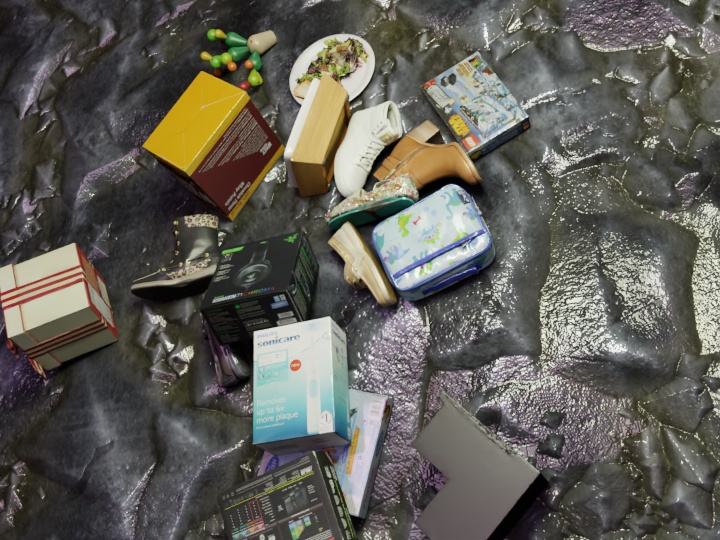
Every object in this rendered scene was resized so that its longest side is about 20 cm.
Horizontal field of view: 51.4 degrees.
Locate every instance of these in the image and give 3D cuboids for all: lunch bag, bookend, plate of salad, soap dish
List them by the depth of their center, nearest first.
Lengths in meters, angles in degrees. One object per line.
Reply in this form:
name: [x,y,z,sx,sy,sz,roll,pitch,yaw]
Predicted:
bookend: [0.146,0.330,1.153,0.198,0.092,0.200,37,84,32]
lunch bag: [0.133,-0.047,1.345,0.199,0.082,0.162,-26,62,9]
soap dish: [-0.079,-0.262,1.488,0.081,0.158,0.201,15,71,8]
plate of salad: [-0.066,-0.438,1.622,0.198,0.048,0.202,-9,63,17]

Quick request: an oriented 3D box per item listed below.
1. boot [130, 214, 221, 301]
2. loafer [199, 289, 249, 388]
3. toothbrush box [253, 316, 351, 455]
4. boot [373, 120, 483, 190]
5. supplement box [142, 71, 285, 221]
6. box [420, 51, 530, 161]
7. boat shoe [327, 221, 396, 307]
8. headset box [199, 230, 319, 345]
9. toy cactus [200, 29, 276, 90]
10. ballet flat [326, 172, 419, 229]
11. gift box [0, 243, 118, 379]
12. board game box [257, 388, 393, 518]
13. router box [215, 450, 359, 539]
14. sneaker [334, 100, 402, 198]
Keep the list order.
boot: [-0.370,-0.027,1.525,0.198,0.073,0.152,-14,63,10]
loafer: [-0.274,0.128,1.421,0.063,0.072,0.201,-32,62,8]
toothbrush box: [-0.099,0.195,1.265,0.145,0.085,0.202,-11,60,15]
boot: [0.126,-0.180,1.416,0.155,0.074,0.200,-43,49,2]
supplement box: [-0.292,-0.250,1.527,0.132,0.200,0.198,29,78,29]
box: [0.222,-0.321,1.463,0.136,0.040,0.201,-30,59,4]
boat shoe: [0.000,0.000,1.380,0.069,0.074,0.201,-36,52,7]
headset box: [-0.179,0.026,1.381,0.173,0.093,0.201,-12,34,16]
toy cactus: [-0.265,-0.491,1.710,0.164,0.103,0.200,-32,55,-18]
ballet flat: [0.023,-0.131,1.417,0.199,0.076,0.064,-15,63,29]
gift box: [-0.608,0.090,1.502,0.185,0.201,0.185,-20,55,-8]
board game box: [-0.062,0.297,1.275,0.198,0.041,0.202,7,69,23]
router box: [-0.119,0.395,1.198,0.199,0.062,0.151,-26,69,15]
sneaker: [0.018,-0.242,1.462,0.115,0.073,0.202,-13,58,46]
